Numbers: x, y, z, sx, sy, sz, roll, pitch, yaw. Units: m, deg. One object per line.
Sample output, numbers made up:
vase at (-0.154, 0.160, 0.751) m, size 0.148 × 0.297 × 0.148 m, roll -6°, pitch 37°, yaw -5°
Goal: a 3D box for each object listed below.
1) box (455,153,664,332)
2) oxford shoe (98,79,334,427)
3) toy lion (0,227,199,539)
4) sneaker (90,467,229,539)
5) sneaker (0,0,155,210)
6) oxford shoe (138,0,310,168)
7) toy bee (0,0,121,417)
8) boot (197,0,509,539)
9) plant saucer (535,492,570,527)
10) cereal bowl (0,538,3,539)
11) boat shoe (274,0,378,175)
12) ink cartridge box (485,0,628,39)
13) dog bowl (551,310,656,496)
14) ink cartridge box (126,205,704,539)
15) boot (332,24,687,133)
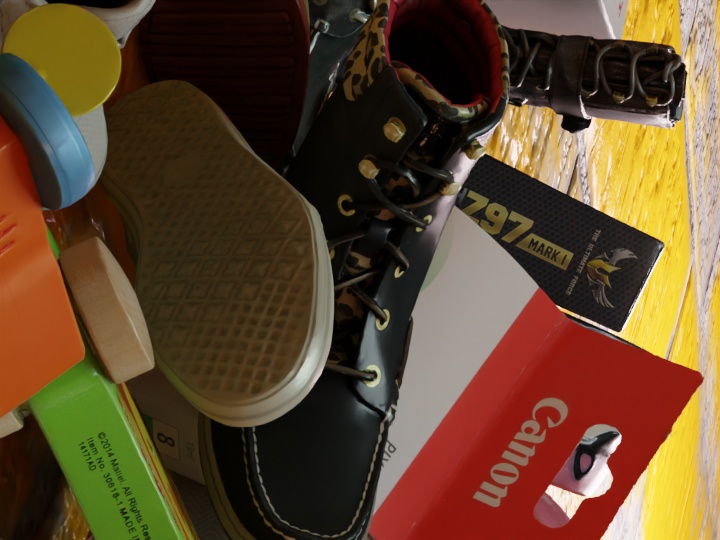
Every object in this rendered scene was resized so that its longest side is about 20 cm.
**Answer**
box at (0.063, -0.026, 1.267) m, size 0.051 × 0.157 × 0.200 m, roll -63°, pitch 175°, yaw 2°
oxford shoe at (-0.050, -0.002, 0.963) m, size 0.058 × 0.075 × 0.200 m, roll 66°, pitch -4°, yaw -35°
toy lion at (-0.086, 0.071, 0.940) m, size 0.192 × 0.068 × 0.201 m, roll -125°, pitch -169°, yaw -72°
sneaker at (-0.058, 0.119, 1.134) m, size 0.201 × 0.073 × 0.116 m, roll -65°, pitch 157°, yaw -43°
sneaker at (-0.102, -0.076, 0.843) m, size 0.200 × 0.091 × 0.076 m, roll 70°, pitch 32°, yaw -60°
oxford shoe at (-0.049, -0.131, 1.052) m, size 0.075 × 0.070 × 0.201 m, roll -74°, pitch 166°, yaw -50°
toy bee at (-0.125, -0.052, 0.753) m, size 0.130 × 0.109 × 0.201 m, roll -22°, pitch 146°, yaw -38°
boot at (-0.001, -0.001, 0.998) m, size 0.154 × 0.073 × 0.205 m, roll 120°, pitch -19°, yaw -46°
plant saucer at (0.009, 0.164, 1.201) m, size 0.051 × 0.199 × 0.201 m, roll 50°, pitch 45°, yaw -37°
cereal bowl at (-0.139, 0.180, 0.857) m, size 0.200 × 0.083 × 0.202 m, roll 9°, pitch 90°, yaw -75°
boat shoe at (-0.012, -0.131, 1.172) m, size 0.072 × 0.070 × 0.202 m, roll 25°, pitch 76°, yaw -75°
ink cartridge box at (0.074, -0.205, 1.350) m, size 0.200 × 0.124 × 0.130 m, roll 54°, pitch 46°, yaw -67°
dog bowl at (0.046, 0.046, 1.261) m, size 0.074 × 0.199 × 0.200 m, roll -68°, pitch 163°, yaw -4°
ink cartridge box at (0.022, 0.043, 1.092) m, size 0.161 × 0.199 × 0.050 m, roll -51°, pitch 151°, yaw -39°
boot at (0.076, -0.108, 1.311) m, size 0.200 × 0.173 × 0.070 m, roll 13°, pitch 86°, yaw -75°
